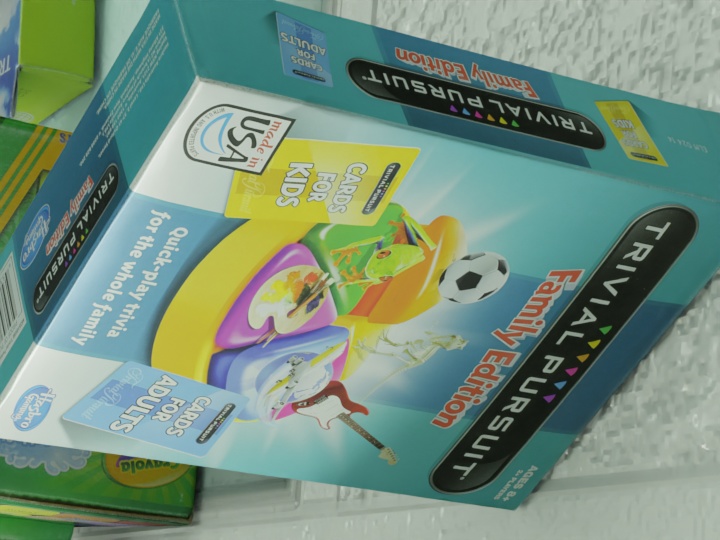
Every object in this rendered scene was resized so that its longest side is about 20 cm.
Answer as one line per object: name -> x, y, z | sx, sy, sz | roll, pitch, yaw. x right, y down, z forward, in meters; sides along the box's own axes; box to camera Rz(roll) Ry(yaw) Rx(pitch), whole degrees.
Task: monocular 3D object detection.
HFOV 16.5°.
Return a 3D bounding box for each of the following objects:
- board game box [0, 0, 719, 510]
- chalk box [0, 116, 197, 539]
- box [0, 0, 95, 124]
board game box -> 0.000, 0.000, 0.756 | 0.151, 0.199, 0.047 | -54, 39, 35
chalk box -> -0.145, 0.049, 1.058 | 0.124, 0.124, 0.201 | -12, 72, 57
box -> -0.176, -0.150, 1.245 | 0.122, 0.047, 0.201 | -25, 60, 55
